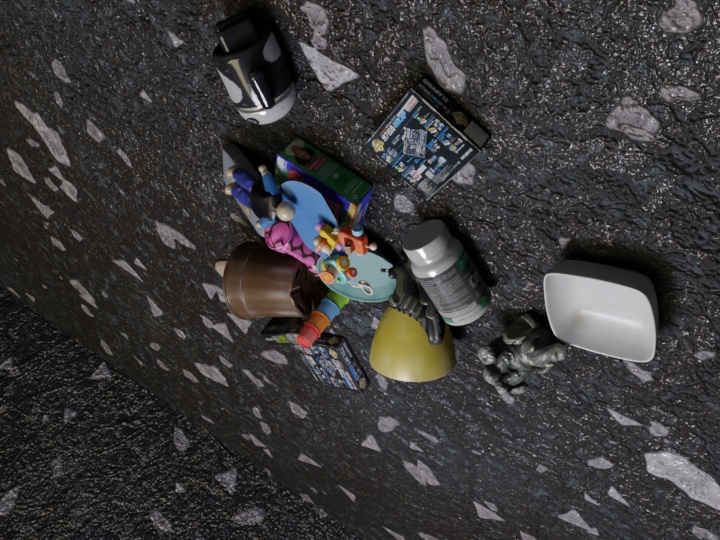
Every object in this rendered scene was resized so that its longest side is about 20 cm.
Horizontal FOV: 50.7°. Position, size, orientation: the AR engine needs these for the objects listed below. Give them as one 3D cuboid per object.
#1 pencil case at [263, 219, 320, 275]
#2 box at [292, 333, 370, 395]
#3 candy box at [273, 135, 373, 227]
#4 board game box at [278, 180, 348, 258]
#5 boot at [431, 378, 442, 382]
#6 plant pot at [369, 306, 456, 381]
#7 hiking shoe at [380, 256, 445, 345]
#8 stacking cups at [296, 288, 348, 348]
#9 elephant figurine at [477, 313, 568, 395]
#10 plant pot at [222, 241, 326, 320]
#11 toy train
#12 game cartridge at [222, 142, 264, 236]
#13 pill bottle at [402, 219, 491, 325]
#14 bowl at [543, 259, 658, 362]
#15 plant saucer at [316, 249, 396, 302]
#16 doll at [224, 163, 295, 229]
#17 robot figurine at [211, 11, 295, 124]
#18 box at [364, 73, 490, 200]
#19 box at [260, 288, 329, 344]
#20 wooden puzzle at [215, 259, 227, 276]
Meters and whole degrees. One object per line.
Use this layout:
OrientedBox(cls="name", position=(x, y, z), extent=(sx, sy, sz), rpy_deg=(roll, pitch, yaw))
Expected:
OrientedBox(cls="pencil case", position=(-0.138, -0.057, 1.716), extent=(0.090, 0.095, 0.200), rpy_deg=(-4, 162, 28))
OrientedBox(cls="box", position=(-0.091, 0.261, 2.194), extent=(0.197, 0.050, 0.201), rpy_deg=(6, 136, 40))
OrientedBox(cls="candy box", position=(-0.086, -0.162, 1.610), extent=(0.199, 0.077, 0.169), rpy_deg=(32, 148, 8))
OrientedBox(cls="board game box", position=(-0.086, -0.111, 1.569), extent=(0.157, 0.039, 0.201), rpy_deg=(4, 131, 50))
OrientedBox(cls="boot", position=(0.115, 0.203, 1.902), extent=(0.199, 0.070, 0.132), rpy_deg=(1, 131, 30))
OrientedBox(cls="plant pot", position=(0.119, 0.138, 1.711), extent=(0.199, 0.200, 0.143), rpy_deg=(15, 116, 33))
OrientedBox(cls="hiking shoe", position=(0.113, 0.072, 1.617), extent=(0.076, 0.100, 0.201), rpy_deg=(27, -138, -68))
OrientedBox(cls="stacking cups", position=(-0.085, 0.097, 1.826), extent=(0.060, 0.200, 0.061), rpy_deg=(27, 146, 20))
OrientedBox(cls="elephant figurine", position=(0.350, 0.161, 1.542), extent=(0.141, 0.156, 0.200), rpy_deg=(16, 136, -39))
OrientedBox(cls="plant pot", position=(-0.204, 0.033, 1.889), extent=(0.197, 0.201, 0.201), rpy_deg=(5, 136, 32))
OrientedBox(cls="toy train", position=(-0.036, -0.020, 1.520), extent=(0.150, 0.056, 0.201), rpy_deg=(29, 147, 27))
OrientedBox(cls="game cartridge", position=(-0.256, -0.187, 1.718), extent=(0.201, 0.041, 0.134), rpy_deg=(54, 160, 25))
OrientedBox(cls="pill bottle", position=(0.172, 0.004, 1.524), extent=(0.113, 0.113, 0.201), rpy_deg=(-3, 131, 47))
OrientedBox(cls="bowl", position=(0.439, 0.063, 1.363), extent=(0.199, 0.075, 0.201), rpy_deg=(14, 141, 35))
OrientedBox(cls="plant saucer", position=(0.000, 0.000, 1.730), extent=(0.198, 0.036, 0.201), rpy_deg=(11, 144, 8))
OrientedBox(cls="doll", position=(-0.208, -0.157, 1.581), extent=(0.199, 0.048, 0.137), rpy_deg=(34, 125, 36))
OrientedBox(cls="robot figurine", position=(-0.199, -0.369, 1.409), extent=(0.124, 0.151, 0.201), rpy_deg=(0, 134, 28))
OrientedBox(cls="box", position=(0.114, -0.229, 1.345), extent=(0.159, 0.046, 0.200), rpy_deg=(41, 149, -4))
OrientedBox(cls="box", position=(-0.151, 0.119, 1.964), extent=(0.199, 0.161, 0.044), rpy_deg=(-6, 130, 50))
OrientedBox(cls="wooden puzzle", position=(-0.315, 0.058, 2.163), extent=(0.184, 0.046, 0.201), rpy_deg=(-1, 132, 47))
